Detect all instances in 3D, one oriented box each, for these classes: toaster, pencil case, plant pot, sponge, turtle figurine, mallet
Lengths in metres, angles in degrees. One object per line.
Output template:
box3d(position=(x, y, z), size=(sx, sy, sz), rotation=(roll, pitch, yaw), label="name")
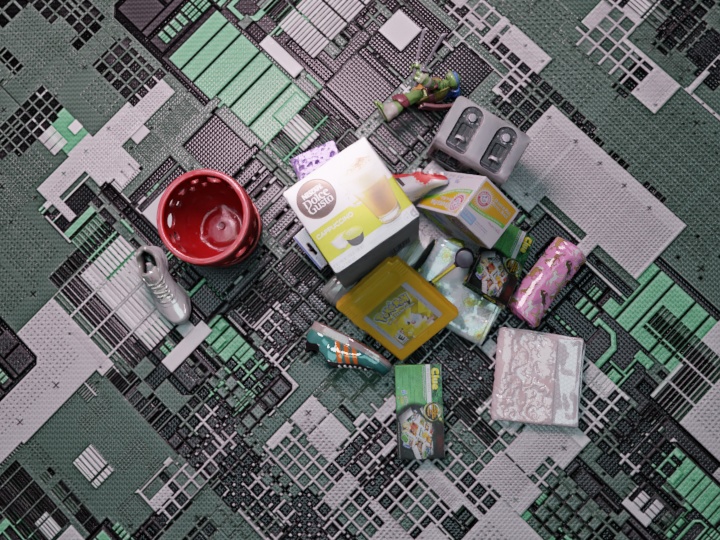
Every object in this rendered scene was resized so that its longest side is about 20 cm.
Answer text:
box3d(position=(0.246, -0.270, 1.511), size=(0.180, 0.200, 0.119), rotation=(31, 89, -1), label="toaster")
box3d(position=(0.403, 0.024, 1.512), size=(0.083, 0.087, 0.201), rotation=(36, 88, 25), label="pencil case")
box3d(position=(-0.319, -0.102, 1.519), size=(0.198, 0.183, 0.202), rotation=(0, 83, 3), label="plant pot")
box3d(position=(-0.070, -0.185, 1.591), size=(0.111, 0.030, 0.201), rotation=(-24, 84, 1), label="sponge")
box3d(position=(0.113, -0.429, 1.555), size=(0.193, 0.200, 0.144), rotation=(-32, 48, 3), label="turtle figurine")
box3d(position=(0.159, 0.021, 1.474), size=(0.200, 0.066, 0.041), rotation=(-38, 90, 4), label="mallet")

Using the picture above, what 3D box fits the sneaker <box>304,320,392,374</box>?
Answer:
box3d(position=(-0.030, 0.188, 1.528), size=(0.199, 0.071, 0.080), rotation=(26, 89, 12), label="sneaker")

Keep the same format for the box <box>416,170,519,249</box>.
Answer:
box3d(position=(0.221, -0.131, 1.467), size=(0.112, 0.200, 0.102), rotation=(40, 86, -22), label="box")

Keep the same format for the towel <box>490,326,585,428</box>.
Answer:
box3d(position=(0.385, 0.233, 1.514), size=(0.189, 0.032, 0.202), rotation=(6, 83, 4), label="towel")

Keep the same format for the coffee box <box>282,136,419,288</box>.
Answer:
box3d(position=(-0.013, -0.112, 1.425), size=(0.199, 0.200, 0.198), rotation=(-34, 80, -1), label="coffee box")

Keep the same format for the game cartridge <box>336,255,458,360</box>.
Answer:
box3d(position=(0.078, 0.081, 1.475), size=(0.200, 0.033, 0.176), rotation=(39, 114, -22), label="game cartridge")

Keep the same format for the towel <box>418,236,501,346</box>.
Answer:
box3d(position=(0.218, 0.046, 1.526), size=(0.199, 0.048, 0.172), rotation=(29, 90, 2), label="towel")

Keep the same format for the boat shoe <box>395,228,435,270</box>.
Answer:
box3d(position=(0.080, -0.005, 1.525), size=(0.065, 0.074, 0.202), rotation=(38, 85, 19), label="boat shoe")

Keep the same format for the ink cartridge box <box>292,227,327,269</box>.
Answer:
box3d(position=(-0.044, -0.100, 1.547), size=(0.200, 0.039, 0.100), rotation=(-40, 84, -3), label="ink cartridge box")

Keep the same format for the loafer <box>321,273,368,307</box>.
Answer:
box3d(position=(0.000, 0.000, 1.549), size=(0.070, 0.070, 0.200), rotation=(43, 95, 2), label="loafer")

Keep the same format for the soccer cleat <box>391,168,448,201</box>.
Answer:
box3d(position=(0.110, -0.176, 1.524), size=(0.199, 0.068, 0.086), rotation=(4, 95, 43), label="soccer cleat")

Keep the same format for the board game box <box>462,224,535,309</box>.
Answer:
box3d(position=(0.300, -0.020, 1.503), size=(0.104, 0.024, 0.201), rotation=(30, 58, 2), label="board game box")

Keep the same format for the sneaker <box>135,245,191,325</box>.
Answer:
box3d(position=(-0.449, 0.033, 1.552), size=(0.078, 0.099, 0.201), rotation=(-32, 83, -1), label="sneaker")

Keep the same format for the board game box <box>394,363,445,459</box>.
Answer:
box3d(position=(0.128, 0.305, 1.517), size=(0.104, 0.023, 0.202), rotation=(-2, 84, 4), label="board game box")

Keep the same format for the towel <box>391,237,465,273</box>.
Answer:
box3d(position=(0.141, -0.018, 1.565), size=(0.198, 0.018, 0.087), rotation=(-11, 84, 2), label="towel")
